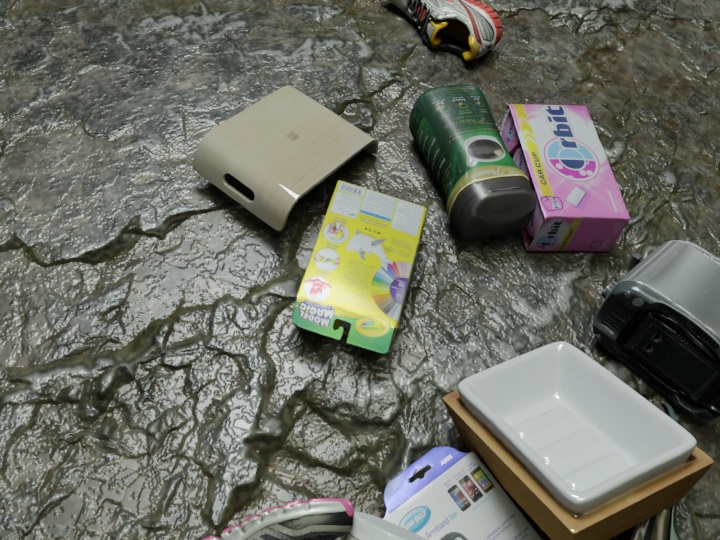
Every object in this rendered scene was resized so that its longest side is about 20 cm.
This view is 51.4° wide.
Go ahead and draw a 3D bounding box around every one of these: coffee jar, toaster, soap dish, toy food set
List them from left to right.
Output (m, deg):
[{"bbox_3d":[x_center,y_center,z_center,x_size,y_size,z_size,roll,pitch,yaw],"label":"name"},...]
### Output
[{"bbox_3d":[-0.087,-0.142,0.919,0.142,0.061,0.200,34,49,15],"label":"toy food set"},{"bbox_3d":[0.136,-0.132,0.925,0.102,0.086,0.203,-8,56,-17],"label":"coffee jar"},{"bbox_3d":[0.191,0.159,0.693,0.154,0.083,0.200,-17,30,-21],"label":"soap dish"},{"bbox_3d":[0.363,0.062,0.813,0.199,0.115,0.129,39,55,20],"label":"toaster"}]

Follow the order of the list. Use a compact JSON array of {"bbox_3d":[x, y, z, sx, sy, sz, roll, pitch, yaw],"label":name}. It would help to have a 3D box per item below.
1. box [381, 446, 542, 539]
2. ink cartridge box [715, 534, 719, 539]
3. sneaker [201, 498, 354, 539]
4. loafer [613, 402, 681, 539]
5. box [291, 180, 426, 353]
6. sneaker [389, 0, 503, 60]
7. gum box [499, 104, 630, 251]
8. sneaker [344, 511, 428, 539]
[{"bbox_3d":[0.104,0.262,0.674,0.117,0.042,0.201,-27,61,-25],"label":"box"},{"bbox_3d":[0.465,0.246,0.718,0.198,0.084,0.147,-33,65,-27],"label":"ink cartridge box"},{"bbox_3d":[-0.088,0.255,0.614,0.196,0.074,0.089,-24,69,-4],"label":"sneaker"},{"bbox_3d":[0.269,0.216,0.717,0.061,0.073,0.204,11,56,6],"label":"loafer"},{"bbox_3d":[0.000,0.000,0.835,0.114,0.049,0.203,17,52,2],"label":"box"},{"bbox_3d":[0.112,-0.381,1.101,0.198,0.079,0.082,34,57,14],"label":"sneaker"},{"bbox_3d":[0.249,-0.125,0.951,0.110,0.067,0.204,0,55,-11],"label":"gum box"},{"bbox_3d":[0.059,0.288,0.597,0.196,0.073,0.118,16,80,32],"label":"sneaker"}]
